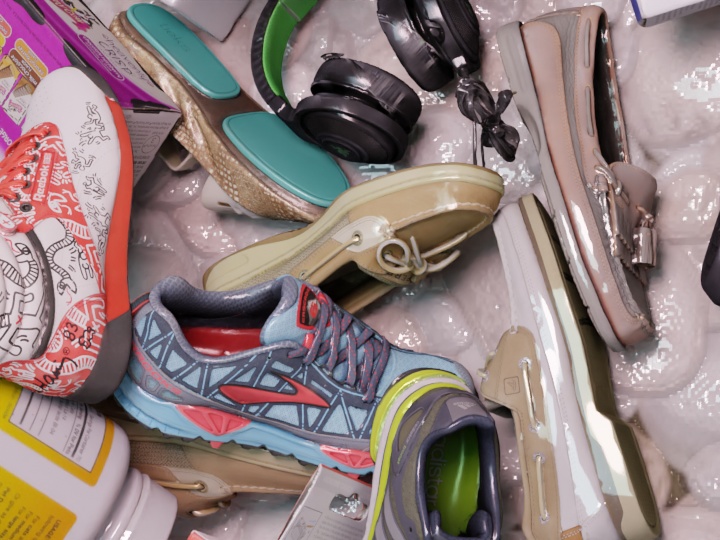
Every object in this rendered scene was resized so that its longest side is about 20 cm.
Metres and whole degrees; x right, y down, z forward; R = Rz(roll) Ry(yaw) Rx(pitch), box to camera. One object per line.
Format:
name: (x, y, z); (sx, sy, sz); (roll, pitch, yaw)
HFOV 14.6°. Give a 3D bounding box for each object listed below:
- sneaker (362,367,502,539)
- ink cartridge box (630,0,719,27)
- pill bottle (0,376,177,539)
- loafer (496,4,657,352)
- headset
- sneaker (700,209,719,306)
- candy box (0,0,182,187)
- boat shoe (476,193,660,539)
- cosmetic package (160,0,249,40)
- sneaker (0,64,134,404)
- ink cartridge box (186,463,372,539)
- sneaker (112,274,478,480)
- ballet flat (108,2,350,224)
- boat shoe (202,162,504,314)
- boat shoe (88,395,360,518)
sneaker: (0.036, 0.153, 1.461); (0.074, 0.081, 0.200); (1, 94, -15)
ink cartridge box: (0.212, -0.251, 1.476); (0.200, 0.043, 0.197); (-18, 88, 2)
pill bottle: (-0.200, 0.102, 1.499); (0.200, 0.109, 0.109); (34, 92, -16)
loafer: (0.128, -0.056, 1.510); (0.063, 0.072, 0.200); (-22, 65, 10)
headset: (0.015, -0.117, 1.554); (0.124, 0.094, 0.200); (-49, 54, -4)
sneaker: (0.243, -0.059, 1.472); (0.083, 0.072, 0.200); (19, 84, 1)
candy box: (-0.207, -0.059, 1.633); (0.136, 0.061, 0.200); (48, 115, 27)
boat shoe: (0.096, 0.057, 1.489); (0.068, 0.075, 0.200); (-21, 68, 15)
cosmetic package: (-0.137, -0.234, 1.672); (0.200, 0.071, 0.102); (38, 93, 27)
sneaker: (-0.180, -0.033, 1.483); (0.067, 0.108, 0.202); (-30, 55, 40)
ink cartridge box: (-0.068, 0.187, 1.508); (0.050, 0.109, 0.200); (31, 90, 27)
sneaker: (-0.031, 0.050, 1.497); (0.200, 0.096, 0.079); (6, 43, -8)
ballet flat: (-0.080, -0.074, 1.619); (0.200, 0.070, 0.065); (46, 123, 29)
boat shoe: (-0.002, 0.000, 1.537); (0.200, 0.073, 0.063); (-23, 65, 30)
boat shoe: (-0.089, 0.101, 1.572); (0.200, 0.071, 0.065); (11, 116, 19)
